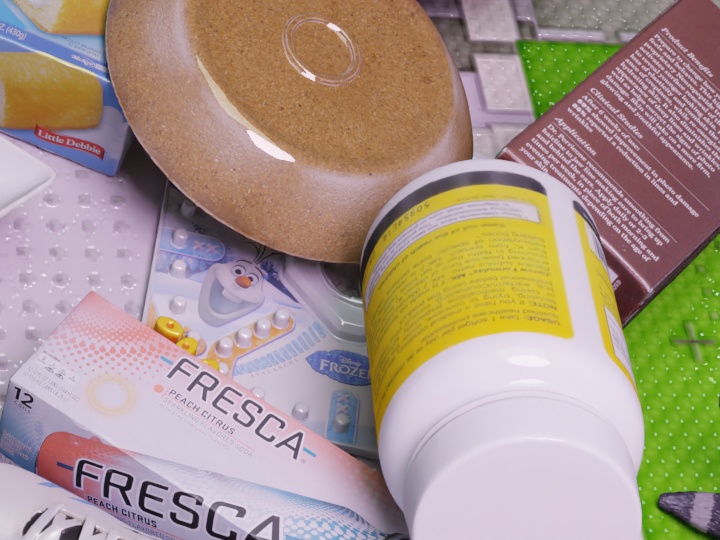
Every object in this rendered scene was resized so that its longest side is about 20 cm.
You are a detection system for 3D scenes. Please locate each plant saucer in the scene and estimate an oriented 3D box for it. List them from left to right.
[{"bbox_3d":[-0.025,-0.098,1.348,0.199,0.035,0.201,17,51,-22],"label":"plant saucer"}]

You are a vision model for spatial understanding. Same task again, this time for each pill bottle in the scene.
[{"bbox_3d":[0.061,0.049,1.199,0.114,0.115,0.200,9,32,-10],"label":"pill bottle"}]

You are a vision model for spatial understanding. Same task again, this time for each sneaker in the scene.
[{"bbox_3d":[-0.100,0.133,1.176,0.199,0.073,0.072,31,50,11],"label":"sneaker"}]

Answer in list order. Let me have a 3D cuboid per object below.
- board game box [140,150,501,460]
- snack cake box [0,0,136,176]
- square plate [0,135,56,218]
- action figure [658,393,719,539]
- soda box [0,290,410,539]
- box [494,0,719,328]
[{"bbox_3d":[0.000,0.000,1.346,0.199,0.026,0.201,13,49,-7],"label":"board game box"},{"bbox_3d":[-0.187,-0.140,1.375,0.199,0.067,0.115,22,50,0],"label":"snack cake box"},{"bbox_3d":[-0.269,-0.045,1.246,0.199,0.029,0.198,30,35,13],"label":"square plate"},{"bbox_3d":[0.247,0.103,1.291,0.192,0.105,0.201,15,74,-12],"label":"action figure"},{"bbox_3d":[-0.062,0.096,1.223,0.199,0.064,0.068,31,49,10],"label":"soda box"},{"bbox_3d":[0.138,-0.050,1.375,0.100,0.075,0.200,44,47,7],"label":"box"}]
